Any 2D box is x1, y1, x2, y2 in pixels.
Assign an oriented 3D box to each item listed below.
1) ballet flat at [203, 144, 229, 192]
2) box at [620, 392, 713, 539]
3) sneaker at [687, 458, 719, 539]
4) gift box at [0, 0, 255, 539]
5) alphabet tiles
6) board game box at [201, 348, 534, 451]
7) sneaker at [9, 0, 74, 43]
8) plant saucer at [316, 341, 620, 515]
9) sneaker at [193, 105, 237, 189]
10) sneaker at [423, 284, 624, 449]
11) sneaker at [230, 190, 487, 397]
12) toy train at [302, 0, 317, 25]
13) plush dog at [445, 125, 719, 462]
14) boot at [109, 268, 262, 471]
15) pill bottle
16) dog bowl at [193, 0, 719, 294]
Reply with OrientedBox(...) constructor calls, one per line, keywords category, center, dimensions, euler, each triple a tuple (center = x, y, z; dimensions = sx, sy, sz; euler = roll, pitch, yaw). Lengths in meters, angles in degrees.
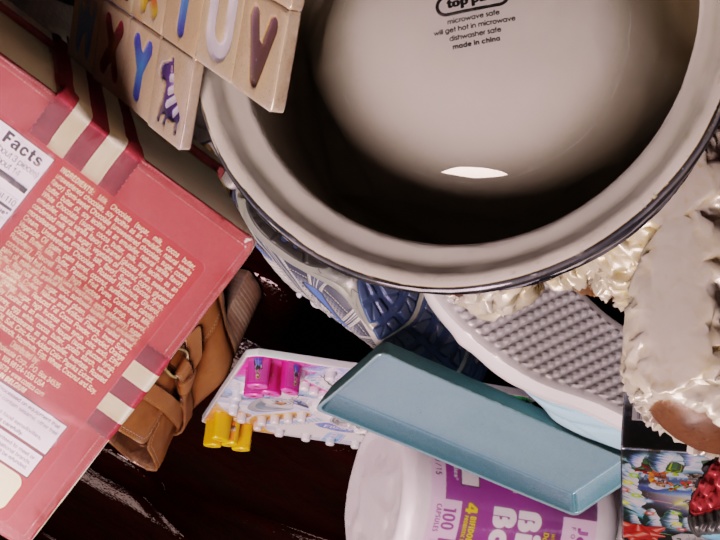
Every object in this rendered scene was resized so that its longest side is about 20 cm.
OrientedBox(category="ballet flat", center=(-0.110, -0.081, 0.876), dimensions=(0.068, 0.063, 0.200), euler=(18, 168, 8))
OrientedBox(category="box", center=(0.241, 0.115, 0.863), dimensions=(0.198, 0.040, 0.137), euler=(3, 151, 12))
OrientedBox(category="sneaker", center=(0.252, 0.103, 0.750), dimensions=(0.199, 0.080, 0.096), euler=(-27, 114, 29))
OrientedBox(category="gift box", center=(-0.177, -0.012, 0.681), dimensions=(0.184, 0.200, 0.187), euler=(42, -175, -20))
OrientedBox(category="alphabet tiles", center=(-0.062, -0.133, 0.571), dimensions=(0.007, 0.168, 0.200), euler=(1, -159, -29))
OrientedBox(category="board game box", center=(-0.002, 0.107, 1.127), dimensions=(0.198, 0.026, 0.200), euler=(10, 160, -12))
OrientedBox(category="sneaker", center=(-0.162, -0.108, 0.857), dimensions=(0.075, 0.088, 0.200), euler=(30, 164, 15))
OrientedBox(category="plant saucer", center=(0.074, 0.095, 0.951), dimensions=(0.199, 0.019, 0.070), euler=(25, 135, -24))
OrientedBox(category="sneaker", center=(-0.083, -0.111, 0.759), dimensions=(0.074, 0.088, 0.200), euler=(0, 153, 36))
OrientedBox(category="sneaker", center=(0.109, 0.054, 0.922), dimensions=(0.199, 0.074, 0.082), euler=(34, 152, -10))
OrientedBox(category="sneaker", center=(0.000, 0.000, 0.961), dimensions=(0.200, 0.077, 0.085), euler=(45, 163, -16))
OrientedBox(category="toy train", center=(-0.005, -0.084, 0.738), dimensions=(0.200, 0.085, 0.114), euler=(52, -167, -52))
OrientedBox(category="plush dog", center=(0.151, -0.010, 0.704), dimensions=(0.200, 0.161, 0.171), euler=(32, -179, 38))
OrientedBox(category="boot", center=(-0.151, 0.030, 1.068), dimensions=(0.076, 0.156, 0.200), euler=(16, 154, 29))
OrientedBox(category="pill bottle", center=(0.099, 0.163, 1.054), dimensions=(0.199, 0.113, 0.112), euler=(10, 163, -20))
OrientedBox(category="dog bowl", center=(0.043, -0.084, 0.580), dimensions=(0.199, 0.201, 0.074), euler=(20, 175, 21))
